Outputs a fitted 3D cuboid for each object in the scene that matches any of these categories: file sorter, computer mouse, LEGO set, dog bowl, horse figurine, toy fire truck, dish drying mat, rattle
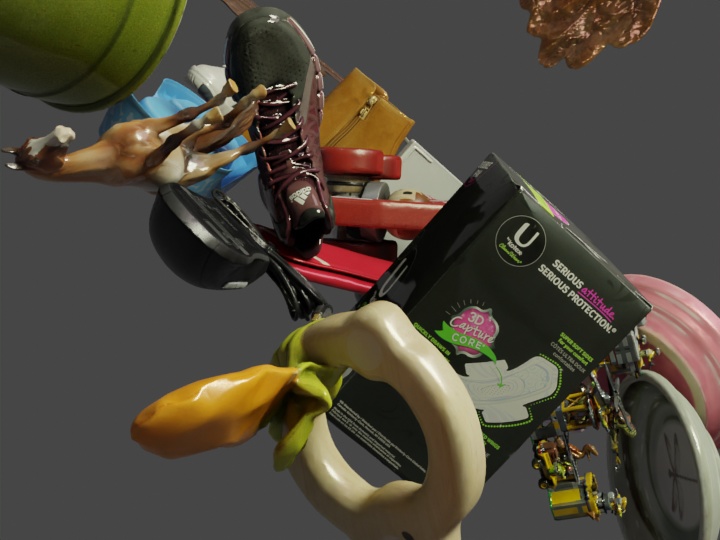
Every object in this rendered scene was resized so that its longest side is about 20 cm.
[{"bbox_3d":[0.073,-0.055,1.208,0.199,0.139,0.125,38,10,-24],"label":"file sorter"},{"bbox_3d":[-0.083,0.004,0.706,0.140,0.046,0.200,46,5,1],"label":"computer mouse"},{"bbox_3d":[0.219,0.122,0.912,0.200,0.115,0.155,-56,130,-65],"label":"LEGO set"},{"bbox_3d":[-0.150,-0.106,0.845,0.111,0.050,0.200,43,11,0],"label":"dog bowl"},{"bbox_3d":[-0.123,-0.085,0.673,0.050,0.131,0.200,67,16,-1],"label":"horse figurine"},{"bbox_3d":[0.046,-0.058,0.990,0.166,0.114,0.200,3,4,14],"label":"toy fire truck"},{"bbox_3d":[0.000,0.000,0.887,0.198,0.018,0.077,14,19,-27],"label":"dish drying mat"},{"bbox_3d":[0.002,0.127,0.489,0.202,0.129,0.143,69,23,-2],"label":"rattle"}]

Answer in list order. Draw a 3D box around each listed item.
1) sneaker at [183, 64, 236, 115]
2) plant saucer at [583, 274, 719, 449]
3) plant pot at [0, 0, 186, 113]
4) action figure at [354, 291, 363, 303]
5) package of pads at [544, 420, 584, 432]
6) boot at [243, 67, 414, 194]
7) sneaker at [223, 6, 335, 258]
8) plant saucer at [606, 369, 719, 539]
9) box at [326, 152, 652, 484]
[{"bbox_3d":[-0.125,-0.245,1.228,0.080,0.130,0.199,46,12,21],"label":"sneaker"},{"bbox_3d":[0.289,0.102,1.008,0.200,0.051,0.202,35,-37,31],"label":"plant saucer"},{"bbox_3d":[-0.240,-0.210,0.622,0.201,0.201,0.192,48,24,24],"label":"plant pot"},{"bbox_3d":[0.071,0.064,0.945,0.199,0.070,0.130,38,17,-8],"label":"action figure"},{"bbox_3d":[0.209,0.103,1.131,0.075,0.122,0.199,27,-1,40],"label":"package of pads"},{"bbox_3d":[-0.047,-0.165,1.125,0.200,0.145,0.071,35,7,17],"label":"boot"},{"bbox_3d":[-0.051,-0.095,0.791,0.116,0.075,0.202,-112,-173,-49],"label":"sneaker"},{"bbox_3d":[0.291,0.192,0.945,0.050,0.203,0.201,-4,25,-9],"label":"plant saucer"},{"bbox_3d":[0.079,0.039,0.723,0.124,0.200,0.149,40,12,-11],"label":"box"}]
